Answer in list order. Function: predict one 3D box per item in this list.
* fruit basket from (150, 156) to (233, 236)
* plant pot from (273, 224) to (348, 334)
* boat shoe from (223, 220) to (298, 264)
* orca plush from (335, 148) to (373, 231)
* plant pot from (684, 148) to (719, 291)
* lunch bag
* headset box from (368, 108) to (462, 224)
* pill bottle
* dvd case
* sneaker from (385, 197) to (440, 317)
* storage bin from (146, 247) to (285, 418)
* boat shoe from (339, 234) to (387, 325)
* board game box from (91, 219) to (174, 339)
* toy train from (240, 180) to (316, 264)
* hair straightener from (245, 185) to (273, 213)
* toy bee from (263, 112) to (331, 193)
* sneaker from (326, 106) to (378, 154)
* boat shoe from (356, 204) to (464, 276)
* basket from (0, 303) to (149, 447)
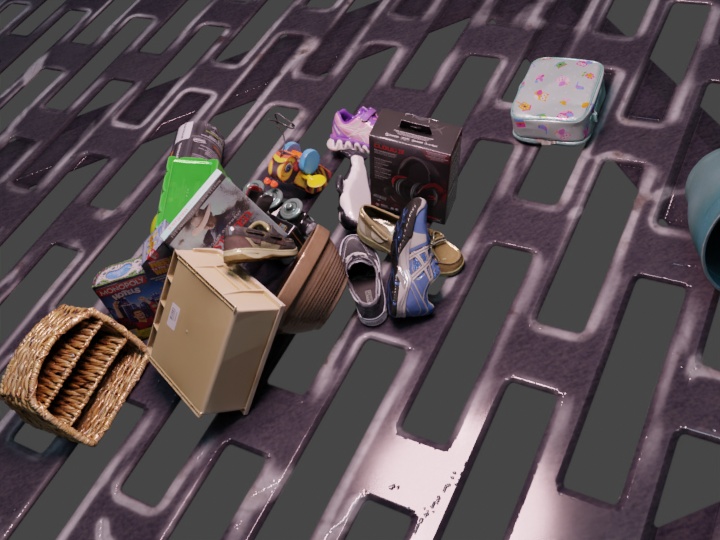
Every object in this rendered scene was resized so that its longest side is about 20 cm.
[{"bbox_3d":[-0.318,-0.085,1.502,0.154,0.216,0.217,3,49,-2],"label":"fruit basket"},{"bbox_3d":[-0.083,0.033,1.350,0.092,0.201,0.202,31,57,-7],"label":"plant pot"},{"bbox_3d":[-0.161,-0.049,1.338,0.071,0.201,0.067,-4,93,23],"label":"boat shoe"},{"bbox_3d":[-0.028,-0.143,1.530,0.071,0.105,0.201,-34,52,33],"label":"orca plush"},{"bbox_3d":[0.585,-0.089,1.232,0.198,0.201,0.188,-11,33,7],"label":"plant pot"},{"bbox_3d":[0.382,-0.319,1.556,0.159,0.077,0.201,12,55,23],"label":"lunch bag"},{"bbox_3d":[0.095,-0.188,1.428,0.148,0.201,0.075,16,55,13],"label":"headset box"},{"bbox_3d":[-0.338,-0.199,1.646,0.105,0.107,0.201,-7,48,11],"label":"pill bottle"},{"bbox_3d":[-0.224,-0.058,1.368,0.146,0.200,0.022,-50,48,-5],"label":"dvd case"},{"bbox_3d":[0.091,-0.020,1.347,0.076,0.076,0.202,8,89,-10],"label":"sneaker"},{"bbox_3d":[-0.240,0.095,1.295,0.093,0.201,0.198,-1,29,-45],"label":"storage bin"},{"bbox_3d":[0.000,0.000,1.399,0.071,0.068,0.201,-15,48,4],"label":"boat shoe"},{"bbox_3d":[-0.343,0.015,1.397,0.199,0.201,0.062,-15,44,4],"label":"board game box"},{"bbox_3d":[-0.174,-0.091,1.525,0.199,0.085,0.114,27,71,34],"label":"toy train"},{"bbox_3d":[-0.208,-0.049,1.462,0.077,0.041,0.201,35,101,37],"label":"hair straightener"},{"bbox_3d":[-0.137,-0.194,1.537,0.131,0.200,0.109,20,74,53],"label":"toy bee"},{"bbox_3d":[0.025,-0.276,1.603,0.199,0.089,0.080,9,21,22],"label":"sneaker"},{"bbox_3d":[0.086,-0.054,1.402,0.200,0.063,0.073,27,59,15],"label":"boat shoe"},{"bbox_3d":[-0.471,0.163,1.348,0.148,0.143,0.201,11,54,25],"label":"basket"}]
